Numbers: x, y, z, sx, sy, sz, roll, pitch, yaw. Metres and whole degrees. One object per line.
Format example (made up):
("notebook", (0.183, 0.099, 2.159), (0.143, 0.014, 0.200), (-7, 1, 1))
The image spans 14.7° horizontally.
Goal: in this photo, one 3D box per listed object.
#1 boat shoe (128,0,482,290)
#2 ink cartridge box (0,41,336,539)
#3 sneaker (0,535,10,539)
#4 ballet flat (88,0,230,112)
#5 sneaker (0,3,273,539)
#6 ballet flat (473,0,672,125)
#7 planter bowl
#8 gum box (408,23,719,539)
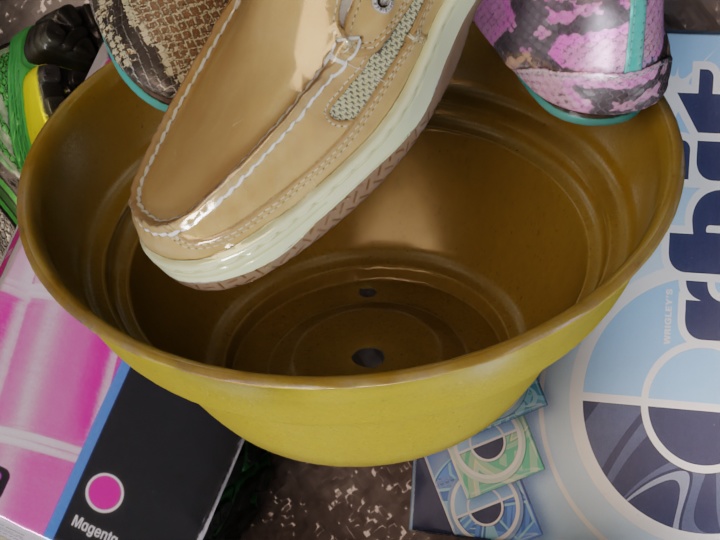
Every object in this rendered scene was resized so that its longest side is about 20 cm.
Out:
("boat shoe", (-0.005, -0.089, 0.787), (0.072, 0.076, 0.200), (27, 76, 42))
("ink cartridge box", (-0.067, 0.000, 0.921), (0.095, 0.037, 0.200), (26, 72, -12))
("sneaker", (-0.131, 0.110, 0.985), (0.088, 0.074, 0.200), (-37, 66, -13))
("ballet flat", (-0.049, -0.126, 0.893), (0.068, 0.200, 0.075), (14, 120, -7))
("sneaker", (-0.090, 0.012, 0.986), (0.085, 0.078, 0.201), (-21, 82, 42))
("ballet flat", (0.041, -0.121, 0.879), (0.200, 0.069, 0.071), (53, 140, 47))
("planter bowl", (0.000, 0.000, 0.858), (0.200, 0.200, 0.084), (14, 133, 23))
("gum box", (0.118, 0.008, 0.897), (0.199, 0.045, 0.171), (5, 94, 25))
